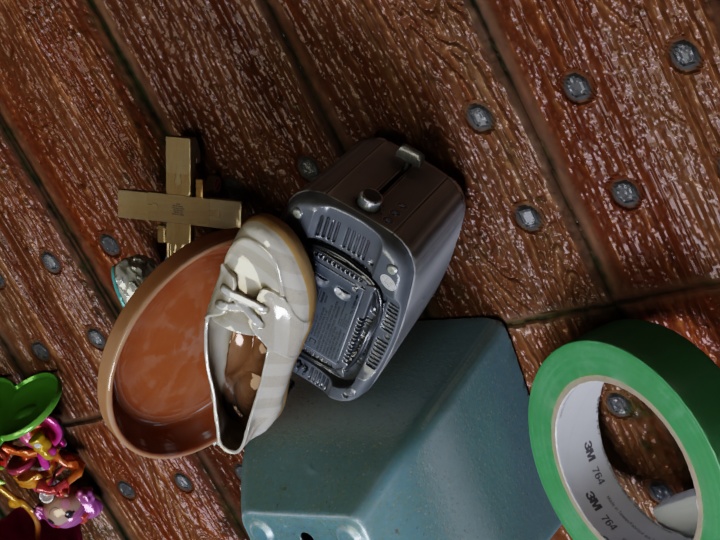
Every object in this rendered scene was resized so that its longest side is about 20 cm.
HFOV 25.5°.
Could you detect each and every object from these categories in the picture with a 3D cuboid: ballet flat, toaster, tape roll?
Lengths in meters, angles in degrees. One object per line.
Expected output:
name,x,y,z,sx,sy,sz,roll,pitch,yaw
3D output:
ballet flat,-0.139,0.061,1.362,0.071,0.072,0.201,-6,124,36
toaster,0.000,0.000,1.172,0.113,0.129,0.201,30,133,13
tape roll,0.204,0.137,1.140,0.200,0.048,0.202,34,136,41

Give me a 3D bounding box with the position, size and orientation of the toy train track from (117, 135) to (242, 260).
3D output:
toy train track,-0.141,-0.010,1.293,0.114,0.032,0.202,7,103,23

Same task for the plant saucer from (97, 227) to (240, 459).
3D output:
plant saucer,-0.126,0.056,1.255,0.032,0.199,0.202,36,138,35

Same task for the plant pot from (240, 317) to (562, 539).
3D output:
plant pot,0.017,0.177,1.241,0.195,0.200,0.197,-3,120,36

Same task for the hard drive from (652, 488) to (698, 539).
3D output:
hard drive,0.303,0.200,1.113,0.133,0.027,0.200,57,148,2

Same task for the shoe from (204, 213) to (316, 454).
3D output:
shoe,-0.075,0.050,1.129,0.069,0.053,0.201,23,131,17

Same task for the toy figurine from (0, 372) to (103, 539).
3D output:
toy figurine,-0.327,0.213,1.576,0.198,0.151,0.185,-24,123,17
